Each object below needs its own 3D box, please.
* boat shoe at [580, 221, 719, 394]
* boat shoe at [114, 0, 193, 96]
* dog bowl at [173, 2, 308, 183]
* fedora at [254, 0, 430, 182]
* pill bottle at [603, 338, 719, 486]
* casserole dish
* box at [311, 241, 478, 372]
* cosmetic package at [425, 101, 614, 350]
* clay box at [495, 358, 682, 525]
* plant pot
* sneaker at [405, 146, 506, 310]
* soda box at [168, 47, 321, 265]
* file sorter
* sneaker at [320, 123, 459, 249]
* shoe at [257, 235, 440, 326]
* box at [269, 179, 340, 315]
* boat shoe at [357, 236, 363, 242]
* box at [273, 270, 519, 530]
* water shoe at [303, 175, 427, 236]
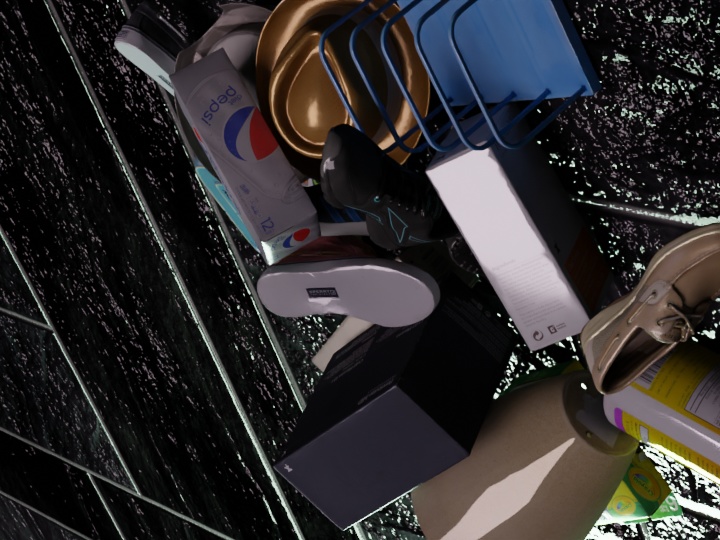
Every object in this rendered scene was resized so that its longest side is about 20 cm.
[{"bbox_3d":[0.266,0.035,1.521,0.072,0.065,0.200,21,133,-29],"label":"boat shoe"},{"bbox_3d":[-0.176,-0.216,1.925,0.200,0.068,0.072,38,164,-26],"label":"boat shoe"},{"bbox_3d":[-0.095,-0.177,1.795,0.199,0.059,0.202,13,115,31],"label":"dog bowl"},{"bbox_3d":[-0.030,-0.171,1.666,0.199,0.082,0.203,7,108,21],"label":"fedora"},{"bbox_3d":[0.323,0.134,1.585,0.199,0.104,0.105,30,146,34],"label":"pill bottle"},{"bbox_3d":[-0.119,-0.075,2.004,0.121,0.039,0.201,13,145,52],"label":"casserole dish"},{"bbox_3d":[0.035,0.053,1.874,0.082,0.068,0.200,44,133,3],"label":"box"},{"bbox_3d":[0.148,-0.042,1.613,0.071,0.102,0.201,-23,108,30],"label":"cosmetic package"},{"bbox_3d":[0.238,0.192,1.836,0.201,0.048,0.115,54,151,-6],"label":"clay box"},{"bbox_3d":[0.178,0.188,1.718,0.187,0.187,0.200,47,133,4],"label":"plant pot"},{"bbox_3d":[0.122,-0.034,1.717,0.199,0.060,0.105,37,-156,-40],"label":"sneaker"},{"bbox_3d":[-0.111,-0.111,1.711,0.201,0.063,0.068,60,174,19],"label":"soda box"},{"bbox_3d":[0.080,-0.181,1.538,0.199,0.123,0.140,2,127,54],"label":"file sorter"},{"bbox_3d":[0.028,-0.075,1.577,0.079,0.076,0.200,6,164,26],"label":"sneaker"},{"bbox_3d":[0.000,0.000,1.748,0.198,0.091,0.072,0,123,30],"label":"shoe"},{"bbox_3d":[-0.054,-0.057,1.870,0.110,0.034,0.202,8,101,51],"label":"box"},{"bbox_3d":[-0.012,0.006,1.955,0.201,0.065,0.072,54,153,-6],"label":"boat shoe"},{"bbox_3d":[0.036,0.130,1.759,0.104,0.183,0.200,43,132,-12],"label":"box"},{"bbox_3d":[-0.007,-0.078,1.760,0.072,0.198,0.080,-102,17,-70],"label":"water shoe"}]
